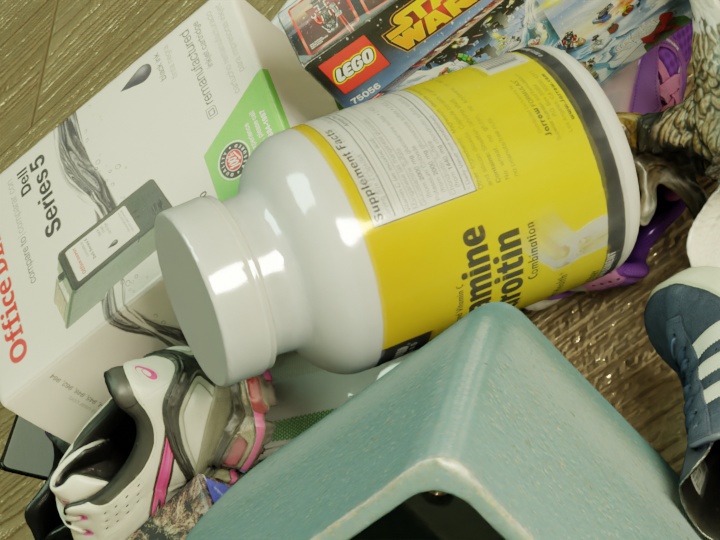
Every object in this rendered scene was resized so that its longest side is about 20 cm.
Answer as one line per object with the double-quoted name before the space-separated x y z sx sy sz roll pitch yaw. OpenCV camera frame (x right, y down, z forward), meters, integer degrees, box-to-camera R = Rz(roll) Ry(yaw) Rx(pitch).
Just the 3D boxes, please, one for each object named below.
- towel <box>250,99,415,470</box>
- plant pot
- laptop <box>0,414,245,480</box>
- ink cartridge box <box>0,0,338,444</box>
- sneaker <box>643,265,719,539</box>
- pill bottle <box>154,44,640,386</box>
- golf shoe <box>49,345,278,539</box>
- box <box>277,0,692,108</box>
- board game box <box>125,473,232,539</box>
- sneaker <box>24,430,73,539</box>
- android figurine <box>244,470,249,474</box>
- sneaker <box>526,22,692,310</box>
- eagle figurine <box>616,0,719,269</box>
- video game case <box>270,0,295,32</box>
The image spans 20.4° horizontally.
"towel" 0.000 0.000 1.026 0.148 0.031 0.201 -10 61 27
"plant pot" 0.043 0.129 0.824 0.196 0.196 0.200 -37 17 28
"laptop" -0.100 0.039 1.233 0.116 0.199 0.188 104 178 -49
"ink cartridge box" -0.100 -0.022 1.027 0.200 0.084 0.146 -37 47 16
"sneaker" 0.154 0.063 0.824 0.084 0.075 0.200 -35 25 -8
"pill bottle" 0.015 -0.020 0.892 0.199 0.113 0.112 -21 21 -17
"golf shoe" -0.119 0.110 0.995 0.200 0.092 0.073 -62 38 34
"box" 0.078 -0.131 0.938 0.200 0.137 0.040 -34 54 11
"board game box" -0.089 0.227 0.955 0.200 0.097 0.160 -43 47 18
"sneaker" -0.121 0.077 1.089 0.076 0.087 0.201 38 115 42
"android figurine" -0.057 0.170 1.086 0.201 0.041 0.182 -58 27 -6
"sneaker" 0.140 -0.069 1.029 0.088 0.080 0.201 4 65 51
"eagle figurine" 0.188 -0.095 0.890 0.200 0.151 0.152 -34 20 46
"video game case" 0.009 -0.178 1.296 0.200 0.024 0.182 -52 -15 2
